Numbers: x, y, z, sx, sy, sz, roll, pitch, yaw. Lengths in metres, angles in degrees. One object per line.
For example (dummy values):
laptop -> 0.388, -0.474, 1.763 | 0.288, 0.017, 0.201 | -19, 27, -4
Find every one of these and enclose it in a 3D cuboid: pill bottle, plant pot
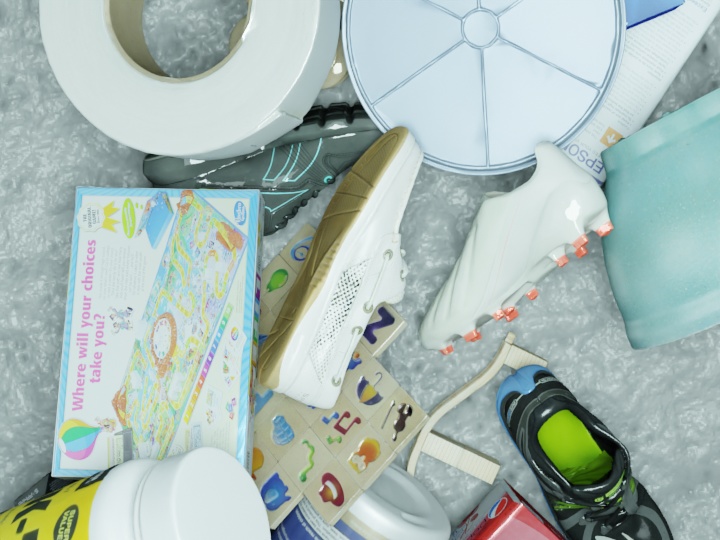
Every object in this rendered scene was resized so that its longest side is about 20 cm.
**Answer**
pill bottle -> -0.030, 0.237, 0.932 | 0.110, 0.111, 0.201 | 32, 101, -1
plant pot -> 0.246, -0.051, 0.886 | 0.198, 0.200, 0.136 | -28, 89, 1
pill bottle -> -0.161, 0.188, 0.824 | 0.198, 0.114, 0.116 | -24, 92, 27

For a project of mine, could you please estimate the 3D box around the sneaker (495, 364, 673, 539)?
sneaker -> 0.168, 0.159, 0.940 | 0.070, 0.083, 0.200 | -37, 110, -1

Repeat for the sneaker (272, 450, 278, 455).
sneaker -> -0.118, 0.189, 0.953 | 0.070, 0.076, 0.200 | 42, 91, -2

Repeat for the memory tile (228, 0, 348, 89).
memory tile -> 0.001, -0.206, 0.945 | 0.197, 0.017, 0.156 | 11, 93, 15

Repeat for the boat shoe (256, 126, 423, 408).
boat shoe -> 0.000, 0.000, 0.892 | 0.069, 0.071, 0.202 | 27, 90, -18

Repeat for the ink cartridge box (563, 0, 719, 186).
ink cartridge box -> 0.153, -0.199, 0.956 | 0.198, 0.041, 0.201 | 34, 96, -1

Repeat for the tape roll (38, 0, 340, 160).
tape roll -> -0.114, -0.177, 0.877 | 0.199, 0.071, 0.206 | 0, 91, 10

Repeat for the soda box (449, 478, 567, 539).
soda box -> 0.156, 0.251, 0.948 | 0.200, 0.063, 0.070 | 44, 91, -10

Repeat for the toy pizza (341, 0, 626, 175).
toy pizza -> 0.085, -0.168, 0.893 | 0.197, 0.032, 0.204 | 2, 100, 10

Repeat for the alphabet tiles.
alphabet tiles -> -0.041, 0.080, 0.920 | 0.167, 0.008, 0.200 | -47, 51, 2

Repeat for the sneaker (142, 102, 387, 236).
sneaker -> -0.059, -0.074, 0.956 | 0.197, 0.076, 0.080 | -12, 106, 6

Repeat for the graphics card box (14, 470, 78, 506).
graphics card box -> -0.160, 0.222, 0.916 | 0.125, 0.051, 0.202 | -38, 71, 24

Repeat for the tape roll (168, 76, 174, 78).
tape roll -> -0.119, -0.208, 0.937 | 0.197, 0.048, 0.204 | 0, 92, 11

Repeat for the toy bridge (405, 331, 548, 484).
toy bridge -> 0.074, 0.139, 0.976 | 0.066, 0.027, 0.202 | 24, 93, 0

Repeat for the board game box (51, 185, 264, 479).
board game box -> -0.138, 0.044, 0.892 | 0.132, 0.034, 0.203 | 2, 78, 3

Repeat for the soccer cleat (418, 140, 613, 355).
soccer cleat -> 0.099, -0.012, 0.918 | 0.078, 0.069, 0.200 | 56, 134, 13

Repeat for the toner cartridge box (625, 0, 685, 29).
toner cartridge box -> 0.150, -0.264, 0.908 | 0.094, 0.043, 0.203 | -21, 94, 5
